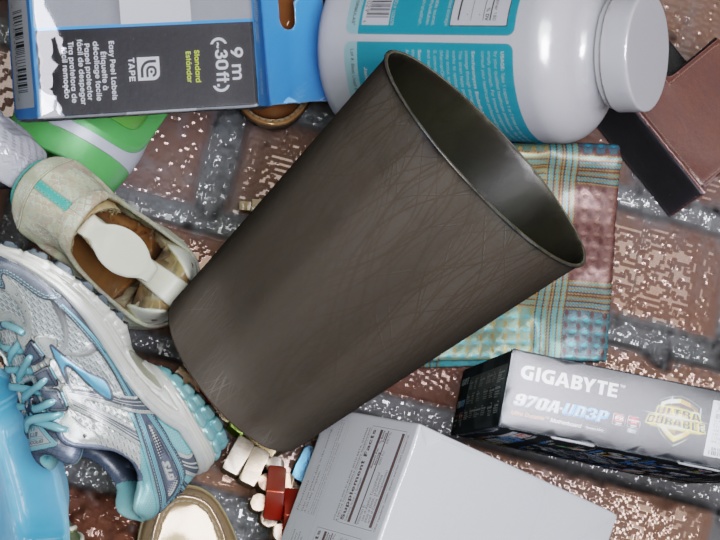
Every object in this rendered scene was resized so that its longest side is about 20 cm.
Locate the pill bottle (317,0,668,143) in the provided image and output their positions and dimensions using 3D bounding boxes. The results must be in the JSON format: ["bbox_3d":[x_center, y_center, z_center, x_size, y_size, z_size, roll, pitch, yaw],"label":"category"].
[{"bbox_3d":[0.082,-0.133,1.150,0.199,0.111,0.112,6,79,30],"label":"pill bottle"}]

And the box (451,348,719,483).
[{"bbox_3d":[0.145,0.089,1.119,0.158,0.200,0.046,12,83,-3],"label":"box"}]

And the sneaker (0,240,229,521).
[{"bbox_3d":[-0.166,0.064,1.083,0.200,0.077,0.087,44,66,-17],"label":"sneaker"}]

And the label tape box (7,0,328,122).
[{"bbox_3d":[-0.106,-0.165,1.120,0.198,0.066,0.145,-5,94,-20],"label":"label tape box"}]

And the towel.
[{"bbox_3d":[0.062,-0.009,1.187,0.198,0.022,0.148,0,108,-6],"label":"towel"}]

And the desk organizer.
[{"bbox_3d":[0.174,-0.142,1.224,0.077,0.072,0.200,-38,87,-12],"label":"desk organizer"}]

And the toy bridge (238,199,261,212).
[{"bbox_3d":[0.021,-0.038,1.213,0.198,0.027,0.068,2,80,-5],"label":"toy bridge"}]

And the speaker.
[{"bbox_3d":[-0.143,-0.153,1.186,0.088,0.088,0.201,25,79,-1],"label":"speaker"}]

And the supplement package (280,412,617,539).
[{"bbox_3d":[0.032,0.204,1.108,0.155,0.111,0.201,26,79,-28],"label":"supplement package"}]

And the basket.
[{"bbox_3d":[0.000,0.000,1.078,0.200,0.180,0.137,-40,46,18],"label":"basket"}]

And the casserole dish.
[{"bbox_3d":[-0.223,0.110,1.039,0.039,0.200,0.122,-21,76,14],"label":"casserole dish"}]

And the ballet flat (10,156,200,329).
[{"bbox_3d":[-0.135,-0.001,1.108,0.062,0.200,0.068,31,86,30],"label":"ballet flat"}]

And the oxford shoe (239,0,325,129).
[{"bbox_3d":[-0.049,-0.192,1.210,0.071,0.071,0.202,7,82,-6],"label":"oxford shoe"}]

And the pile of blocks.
[{"bbox_3d":[-0.046,0.119,1.164,0.082,0.062,0.201,-28,85,-9],"label":"pile of blocks"}]

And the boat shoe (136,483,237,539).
[{"bbox_3d":[-0.097,0.228,1.141,0.071,0.065,0.202,-6,82,-7],"label":"boat shoe"}]

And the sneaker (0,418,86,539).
[{"bbox_3d":[-0.198,0.171,1.146,0.089,0.067,0.202,2,72,-25],"label":"sneaker"}]

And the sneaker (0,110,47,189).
[{"bbox_3d":[-0.261,-0.062,1.123,0.114,0.200,0.075,-51,127,-3],"label":"sneaker"}]
